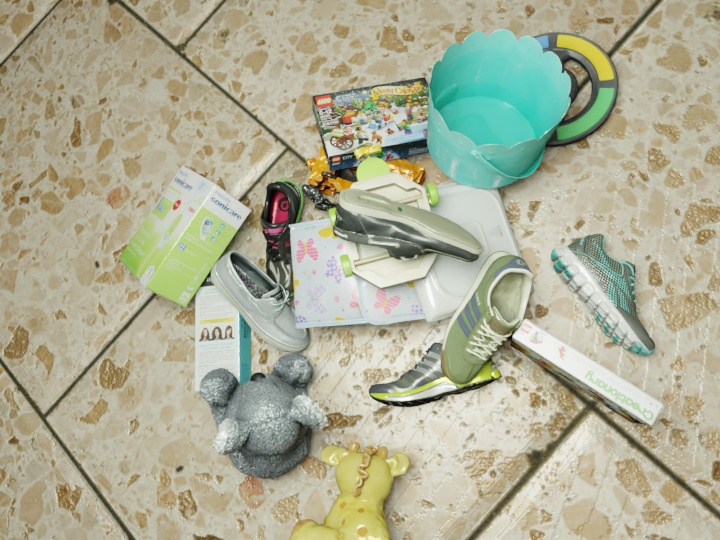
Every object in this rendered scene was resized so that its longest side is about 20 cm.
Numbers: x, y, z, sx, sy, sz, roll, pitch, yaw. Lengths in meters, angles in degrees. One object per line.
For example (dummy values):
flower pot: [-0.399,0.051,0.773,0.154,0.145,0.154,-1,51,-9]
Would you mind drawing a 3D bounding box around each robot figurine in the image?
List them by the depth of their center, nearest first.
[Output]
robot figurine: [0.000,-0.151,0.986,0.200,0.058,0.145,20,83,16]

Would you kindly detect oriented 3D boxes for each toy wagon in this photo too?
toy wagon: [0.036,-0.078,0.820,0.155,0.040,0.200,-14,79,0]

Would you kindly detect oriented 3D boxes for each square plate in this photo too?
square plate: [0.155,-0.042,0.871,0.198,0.028,0.200,-13,79,-23]

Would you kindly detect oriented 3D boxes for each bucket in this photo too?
bucket: [0.193,-0.229,0.860,0.207,0.135,0.207,0,68,1]

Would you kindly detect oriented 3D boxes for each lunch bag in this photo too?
lunch bag: [0.000,0.000,0.900,0.200,0.127,0.170,-4,88,18]

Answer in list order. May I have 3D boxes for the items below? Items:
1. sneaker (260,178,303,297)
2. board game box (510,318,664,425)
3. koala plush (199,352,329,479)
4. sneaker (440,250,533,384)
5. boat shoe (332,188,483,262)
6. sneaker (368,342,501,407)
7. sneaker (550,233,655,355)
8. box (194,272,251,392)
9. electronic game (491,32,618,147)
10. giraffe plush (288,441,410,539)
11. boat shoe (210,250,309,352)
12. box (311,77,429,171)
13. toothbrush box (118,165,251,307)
sneaker: [-0.138,-0.054,0.976,0.077,0.084,0.200,-4,88,21]
board game box: [0.304,0.141,0.811,0.200,0.126,0.035,33,87,18]
koala plush: [-0.131,0.215,0.840,0.177,0.200,0.184,-10,81,-16]
sneaker: [0.173,0.070,0.794,0.067,0.090,0.200,23,93,-13]
boat shoe: [0.062,-0.047,0.770,0.200,0.072,0.068,17,118,-1]
sneaker: [0.108,0.156,0.892,0.200,0.074,0.081,-15,68,2]
sneaker: [0.371,0.028,0.850,0.091,0.078,0.200,-33,74,0]
box: [-0.232,0.103,0.989,0.082,0.049,0.200,-6,76,12]
electronic game: [0.313,-0.296,0.952,0.200,0.042,0.200,-3,77,13]
giraffe plush: [-0.007,0.337,0.836,0.172,0.200,0.162,18,54,-13]
boat shoe: [-0.153,0.049,0.938,0.201,0.070,0.072,44,133,-4]
box: [0.030,-0.245,0.965,0.200,0.038,0.137,-12,61,-7]
toothbrush box: [-0.302,-0.061,0.997,0.146,0.086,0.200,31,85,47]
